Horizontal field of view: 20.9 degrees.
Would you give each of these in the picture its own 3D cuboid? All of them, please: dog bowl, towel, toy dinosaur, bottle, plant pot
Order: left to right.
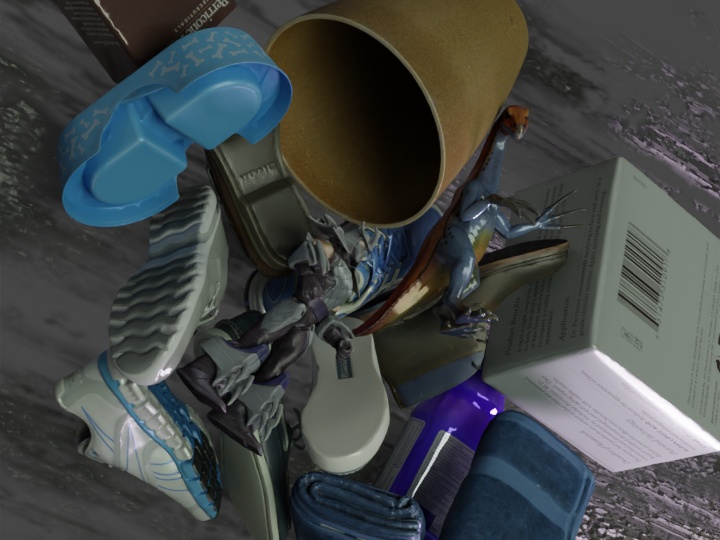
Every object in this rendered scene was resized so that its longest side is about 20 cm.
[{"bbox_3d":[-0.146,-0.111,1.482,0.200,0.050,0.111,-34,151,15],"label":"dog bowl"},{"bbox_3d":[-0.002,0.224,1.599,0.200,0.111,0.049,85,23,-66],"label":"towel"},{"bbox_3d":[0.048,-0.161,1.611,0.200,0.186,0.187,-38,117,-42],"label":"plant pot"},{"bbox_3d":[0.075,0.155,1.727,0.083,0.065,0.201,38,75,-38],"label":"bottle"},{"bbox_3d":[0.086,-0.044,1.592,0.199,0.105,0.183,-2,75,4],"label":"toy dinosaur"},{"bbox_3d":[0.131,0.206,1.630,0.112,0.049,0.200,41,39,-9],"label":"towel"}]

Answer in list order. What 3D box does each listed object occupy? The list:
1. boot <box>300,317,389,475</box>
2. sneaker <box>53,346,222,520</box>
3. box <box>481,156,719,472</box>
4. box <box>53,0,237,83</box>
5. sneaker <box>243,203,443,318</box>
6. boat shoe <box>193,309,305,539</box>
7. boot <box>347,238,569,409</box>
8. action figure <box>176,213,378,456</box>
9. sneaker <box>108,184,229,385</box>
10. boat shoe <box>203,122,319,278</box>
[{"bbox_3d":[-0.008,0.126,1.593,0.072,0.200,0.091,-4,120,5],"label":"boot"},{"bbox_3d":[-0.178,0.135,1.556,0.086,0.075,0.200,-22,129,11],"label":"sneaker"},{"bbox_3d":[0.229,0.043,1.741,0.200,0.130,0.200,35,54,-34],"label":"box"},{"bbox_3d":[-0.194,-0.246,1.477,0.100,0.075,0.200,-48,122,-20],"label":"box"},{"bbox_3d":[0.000,0.000,1.645,0.200,0.077,0.076,-32,112,-29],"label":"sneaker"},{"bbox_3d":[-0.083,0.130,1.589,0.062,0.075,0.201,-26,109,-34],"label":"boat shoe"},{"bbox_3d":[0.097,0.043,1.677,0.199,0.075,0.097,-21,96,6],"label":"boot"},{"bbox_3d":[-0.048,0.040,1.510,0.200,0.069,0.130,-50,142,-18],"label":"action figure"},{"bbox_3d":[-0.133,0.022,1.513,0.082,0.074,0.201,61,30,-34],"label":"sneaker"},{"bbox_3d":[-0.098,-0.089,1.571,0.072,0.068,0.201,-14,84,-25],"label":"boat shoe"}]
